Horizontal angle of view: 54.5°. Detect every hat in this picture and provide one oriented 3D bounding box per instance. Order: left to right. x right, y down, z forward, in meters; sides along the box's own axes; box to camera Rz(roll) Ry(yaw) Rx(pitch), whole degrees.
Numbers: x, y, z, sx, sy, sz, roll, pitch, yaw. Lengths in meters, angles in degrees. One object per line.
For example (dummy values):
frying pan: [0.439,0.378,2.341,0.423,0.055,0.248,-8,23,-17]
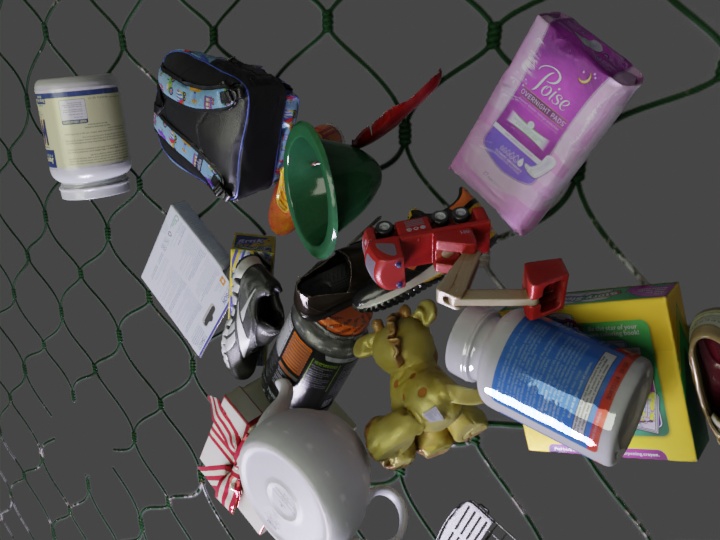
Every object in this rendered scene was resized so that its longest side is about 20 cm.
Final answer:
hat: [0.011,-0.120,0.884,0.199,0.171,0.171,-32,74,66]

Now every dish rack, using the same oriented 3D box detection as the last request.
dish rack: [0.186,0.425,0.962,0.199,0.054,0.156,39,126,24]

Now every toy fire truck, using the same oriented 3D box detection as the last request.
toy fire truck: [0.106,-0.003,0.745,0.143,0.193,0.050,-104,6,-47]

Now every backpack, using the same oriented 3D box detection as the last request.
backpack: [-0.205,-0.221,1.013,0.197,0.133,0.187,31,123,27]

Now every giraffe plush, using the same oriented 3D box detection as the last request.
giraffe plush: [0.066,0.139,0.907,0.202,0.168,0.165,89,162,-58]

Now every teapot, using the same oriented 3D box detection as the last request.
teapot: [-0.052,0.260,0.911,0.194,0.145,0.206,-3,109,44]

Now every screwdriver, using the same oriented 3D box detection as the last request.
screwdriver: [-0.024,-0.022,1.003,0.029,0.028,0.198,39,134,-17]

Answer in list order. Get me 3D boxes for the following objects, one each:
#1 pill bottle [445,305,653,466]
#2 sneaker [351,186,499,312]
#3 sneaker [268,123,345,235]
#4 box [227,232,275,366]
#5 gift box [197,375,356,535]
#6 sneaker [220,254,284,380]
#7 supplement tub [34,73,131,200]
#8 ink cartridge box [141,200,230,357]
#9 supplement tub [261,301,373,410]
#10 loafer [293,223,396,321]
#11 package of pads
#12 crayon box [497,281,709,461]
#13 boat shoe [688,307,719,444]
pill bottle: [0.190,0.107,0.729,0.197,0.111,0.116,23,120,33]
sneaker: [0.066,-0.025,0.855,0.196,0.070,0.092,-29,80,7]
sneaker: [-0.094,-0.127,0.992,0.073,0.076,0.202,45,130,16]
box: [-0.175,0.048,1.114,0.068,0.065,0.206,5,114,-6]
gift box: [-0.150,0.272,1.106,0.199,0.185,0.188,38,126,22]
sneaker: [-0.157,0.087,1.042,0.089,0.065,0.206,29,119,35]
supplement tub: [-0.487,-0.239,1.241,0.142,0.143,0.207,8,110,37]
ink cartridge box: [-0.297,0.018,1.239,0.201,0.040,0.201,50,130,15]
supplement tub: [-0.062,0.112,1.017,0.123,0.121,0.202,44,128,19]
loafer: [0.000,0.000,0.895,0.197,0.072,0.074,-32,71,-2]
package of pads: [0.190,-0.152,0.740,0.120,0.075,0.202,43,128,17]
crayon box: [0.266,0.113,0.780,0.196,0.058,0.178,-8,99,43]
boat shoe: [0.373,0.143,0.692,0.073,0.066,0.205,-26,88,42]
